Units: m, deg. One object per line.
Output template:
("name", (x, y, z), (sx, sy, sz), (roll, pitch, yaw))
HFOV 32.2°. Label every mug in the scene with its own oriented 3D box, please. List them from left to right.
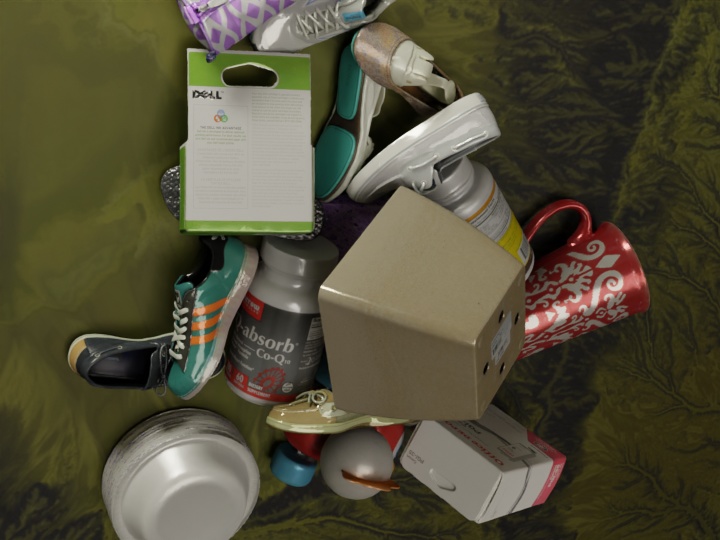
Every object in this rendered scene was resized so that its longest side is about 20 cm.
("mug", (0.264, 0.016, 1.701), (0.199, 0.179, 0.134), (-24, 164, -6))

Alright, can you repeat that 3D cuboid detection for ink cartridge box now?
("ink cartridge box", (-0.130, -0.142, 1.415), (0.146, 0.076, 0.202), (0, 89, -14))
("ink cartridge box", (0.170, 0.260, 1.710), (0.199, 0.146, 0.083), (3, 118, -57))

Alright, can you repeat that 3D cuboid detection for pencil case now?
("pencil case", (-0.107, -0.314, 1.344), (0.199, 0.084, 0.086), (-37, 170, -6))

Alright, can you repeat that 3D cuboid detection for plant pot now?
("plant pot", (0.085, 0.058, 1.435), (0.200, 0.176, 0.201), (-52, 149, -37))

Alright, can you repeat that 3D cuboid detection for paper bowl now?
("paper bowl", (-0.225, 0.288, 1.609), (0.199, 0.104, 0.202), (-12, 121, -21))

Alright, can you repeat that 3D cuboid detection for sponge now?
("sponge", (0.000, 0.000, 1.571), (0.110, 0.030, 0.202), (4, 121, 9))

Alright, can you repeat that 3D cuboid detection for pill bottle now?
("pill bottle", (-0.095, 0.057, 1.536), (0.115, 0.116, 0.202), (3, 115, -26))
("pill bottle", (0.137, -0.062, 1.584), (0.109, 0.109, 0.201), (-37, 126, -3))

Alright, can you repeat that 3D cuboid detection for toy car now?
("toy car", (0.002, 0.238, 1.629), (0.176, 0.200, 0.185), (15, 110, -31))

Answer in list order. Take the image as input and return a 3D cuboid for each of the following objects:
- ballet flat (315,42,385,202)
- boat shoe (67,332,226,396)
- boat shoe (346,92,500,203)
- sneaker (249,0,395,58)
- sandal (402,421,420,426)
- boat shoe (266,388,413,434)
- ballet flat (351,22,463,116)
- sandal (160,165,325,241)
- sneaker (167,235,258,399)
("ballet flat", (-0.005, -0.174, 1.490), (0.069, 0.069, 0.202), (4, 114, -27))
("boat shoe", (-0.255, 0.115, 1.525), (0.198, 0.062, 0.075), (5, 113, -29))
("boat shoe", (0.076, -0.129, 1.483), (0.199, 0.069, 0.072), (-33, 171, 9))
("sneaker", (-0.031, -0.294, 1.393), (0.199, 0.087, 0.075), (-32, 127, -5))
("sandal", (0.100, 0.111, 1.588), (0.081, 0.055, 0.201), (29, 92, -24))
("boat shoe", (-0.022, 0.161, 1.526), (0.199, 0.073, 0.064), (-3, 94, -23))
("ballet flat", (0.065, -0.230, 1.446), (0.200, 0.067, 0.069), (23, 88, -56))
("sandal", (-0.141, -0.074, 1.476), (0.198, 0.045, 0.076), (13, 91, -15))
("sneaker", (-0.196, 0.051, 1.481), (0.079, 0.071, 0.202), (23, 90, -29))
